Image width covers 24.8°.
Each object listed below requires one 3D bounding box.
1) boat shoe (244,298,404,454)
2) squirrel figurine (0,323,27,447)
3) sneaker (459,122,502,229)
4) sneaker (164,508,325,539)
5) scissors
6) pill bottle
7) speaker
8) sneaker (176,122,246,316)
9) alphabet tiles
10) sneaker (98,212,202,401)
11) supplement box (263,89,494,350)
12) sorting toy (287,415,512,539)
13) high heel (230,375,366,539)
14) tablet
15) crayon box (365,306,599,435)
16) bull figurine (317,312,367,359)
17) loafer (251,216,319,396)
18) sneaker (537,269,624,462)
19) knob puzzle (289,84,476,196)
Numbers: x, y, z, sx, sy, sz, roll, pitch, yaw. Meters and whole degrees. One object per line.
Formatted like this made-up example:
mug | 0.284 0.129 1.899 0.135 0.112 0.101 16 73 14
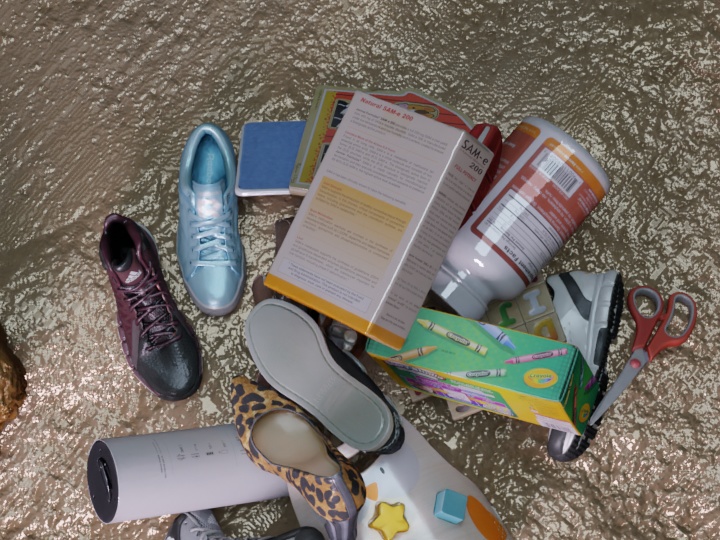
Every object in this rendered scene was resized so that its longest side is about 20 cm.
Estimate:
boat shoe | -0.035 0.106 1.569 0.076 0.060 0.200 -44 62 5
squirrel figurine | -0.436 0.118 1.619 0.187 0.142 0.200 -42 76 -1
sneaker | 0.042 -0.072 1.545 0.115 0.078 0.200 29 77 22
sneaker | -0.128 0.262 1.577 0.200 0.075 0.116 -31 55 21
scissors | 0.283 0.088 1.616 0.073 0.014 0.200 21 49 6
pill bottle | 0.142 -0.045 1.609 0.112 0.112 0.200 41 86 10
speaker | -0.159 0.190 1.571 0.200 0.081 0.081 -5 74 -32
sneaker | -0.159 -0.056 1.676 0.074 0.082 0.201 -7 76 1
alphabet tiles | 0.110 0.044 1.651 0.166 0.006 0.200 -22 65 9
sneaker | -0.222 0.033 1.639 0.076 0.116 0.200 -24 77 -4
supplement box | 0.017 -0.046 1.476 0.126 0.073 0.200 25 88 32
sorting toy | 0.023 0.237 1.575 0.200 0.107 0.180 -31 86 -6
high heel | -0.061 0.151 1.495 0.071 0.143 0.200 -33 68 -16
tablet | -0.027 -0.117 1.686 0.199 0.014 0.130 -2 38 2
crayon box | 0.117 0.092 1.560 0.200 0.119 0.058 14 75 22
bull figurine | 0.000 0.000 1.643 0.065 0.121 0.201 12 83 8
loafer | -0.076 0.035 1.664 0.071 0.073 0.200 9 72 15
sneaker | 0.209 0.094 1.643 0.080 0.074 0.200 8 72 20
knob puzzle | 0.039 -0.132 1.660 0.219 0.031 0.220 1 41 -1
